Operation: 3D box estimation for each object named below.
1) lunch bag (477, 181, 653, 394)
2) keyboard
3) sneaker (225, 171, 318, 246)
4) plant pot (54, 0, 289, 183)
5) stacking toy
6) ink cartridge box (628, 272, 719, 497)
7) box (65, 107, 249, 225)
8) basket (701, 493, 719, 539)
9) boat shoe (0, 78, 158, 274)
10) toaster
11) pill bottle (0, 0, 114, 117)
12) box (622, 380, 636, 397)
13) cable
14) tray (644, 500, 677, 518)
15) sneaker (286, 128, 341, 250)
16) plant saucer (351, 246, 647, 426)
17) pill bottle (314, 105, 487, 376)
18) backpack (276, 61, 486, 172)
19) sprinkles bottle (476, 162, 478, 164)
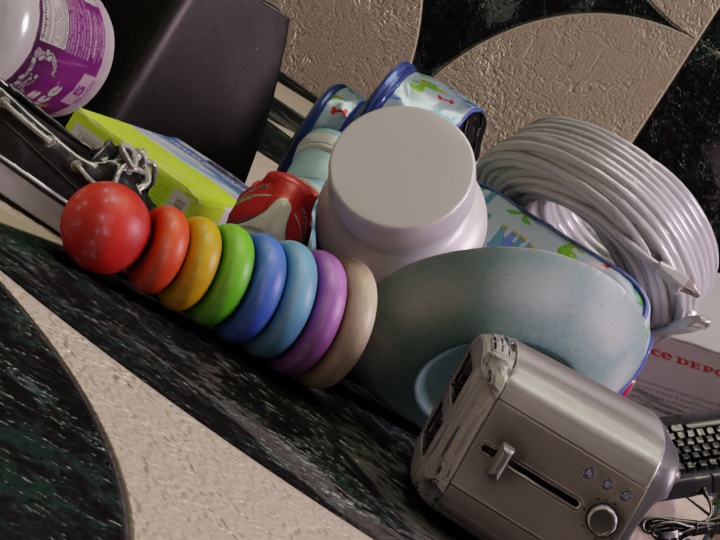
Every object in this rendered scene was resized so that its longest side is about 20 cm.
[{"bbox_3d":[0.100,0.041,1.425,0.199,0.161,0.083,34,-17,23],"label":"lunch bag"},{"bbox_3d":[0.250,0.150,1.435,0.198,0.021,0.128,-8,43,-13],"label":"keyboard"},{"bbox_3d":[-0.060,-0.022,1.327,0.077,0.085,0.200,32,-10,-4],"label":"sneaker"},{"bbox_3d":[-0.181,-0.189,1.644,0.199,0.178,0.199,37,9,35],"label":"plant pot"},{"bbox_3d":[-0.091,0.003,1.174,0.199,0.086,0.085,22,11,-28],"label":"stacking toy"},{"bbox_3d":[0.272,0.090,1.631,0.143,0.085,0.201,18,-36,19],"label":"ink cartridge box"},{"bbox_3d":[-0.142,-0.063,1.475,0.121,0.048,0.200,36,7,14],"label":"box"},{"bbox_3d":[0.368,0.187,1.564,0.139,0.178,0.199,34,17,33],"label":"basket"},{"bbox_3d":[-0.162,-0.052,1.218,0.198,0.068,0.074,33,6,-6],"label":"boat shoe"},{"bbox_3d":[0.106,0.109,1.153,0.128,0.114,0.200,31,7,0],"label":"toaster"},{"bbox_3d":[-0.270,-0.180,1.435,0.112,0.113,0.200,35,7,18],"label":"pill bottle"},{"bbox_3d":[0.123,0.069,1.584,0.099,0.096,0.200,30,7,-29],"label":"box"},{"bbox_3d":[0.177,-0.030,1.478,0.200,0.069,0.200,48,-23,-4],"label":"cable"},{"bbox_3d":[0.197,0.139,1.581,0.200,0.022,0.108,-135,-153,-59],"label":"tray"},{"bbox_3d":[0.000,0.000,1.512,0.200,0.131,0.079,43,-37,-8],"label":"sneaker"},{"bbox_3d":[0.088,0.062,1.262,0.200,0.200,0.039,29,44,-31],"label":"plant saucer"},{"bbox_3d":[0.027,-0.014,1.301,0.115,0.116,0.201,35,-24,20],"label":"pill bottle"},{"bbox_3d":[0.010,-0.083,1.687,0.146,0.201,0.183,34,7,6],"label":"backpack"},{"bbox_3d":[0.108,-0.041,1.591,0.199,0.069,0.068,31,7,-23],"label":"sprinkles bottle"}]
